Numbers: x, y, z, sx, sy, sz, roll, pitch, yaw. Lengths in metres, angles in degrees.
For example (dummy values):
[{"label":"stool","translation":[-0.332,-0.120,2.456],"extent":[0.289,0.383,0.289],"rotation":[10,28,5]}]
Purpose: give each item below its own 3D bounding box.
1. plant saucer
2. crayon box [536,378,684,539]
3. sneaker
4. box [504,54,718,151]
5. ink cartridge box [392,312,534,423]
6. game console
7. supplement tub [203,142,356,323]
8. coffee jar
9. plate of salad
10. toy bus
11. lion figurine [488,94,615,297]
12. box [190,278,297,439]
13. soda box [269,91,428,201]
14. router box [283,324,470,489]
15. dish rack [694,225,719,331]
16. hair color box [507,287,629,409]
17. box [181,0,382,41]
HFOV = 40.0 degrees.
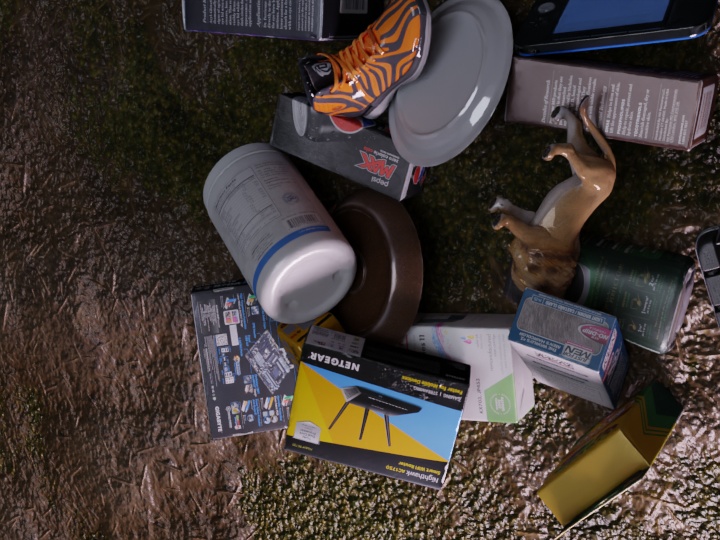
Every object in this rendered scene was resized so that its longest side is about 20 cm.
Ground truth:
[{"label":"plant saucer","translation":[0.000,0.000,1.217],"extent":[0.199,0.034,0.205],"rotation":[5,96,52]},{"label":"crayon box","translation":[0.266,0.198,1.060],"extent":[0.051,0.199,0.127],"rotation":[49,120,9]},{"label":"sneaker","translation":[-0.002,-0.229,1.094],"extent":[0.201,0.110,0.079],"rotation":[-54,51,52]},{"label":"box","translation":[0.260,-0.179,1.031],"extent":[0.197,0.100,0.077],"rotation":[16,110,26]},{"label":"ink cartridge box","translation":[0.106,0.116,1.209],"extent":[0.197,0.067,0.120],"rotation":[-1,102,30]},{"label":"game console","translation":[0.255,-0.315,0.995],"extent":[0.196,0.172,0.120],"rotation":[0,129,30]},{"label":"supplement tub","translation":[-0.100,-0.047,1.213],"extent":[0.133,0.130,0.201],"rotation":[-59,46,27]},{"label":"coffee jar","translation":[0.258,0.011,1.086],"extent":[0.197,0.085,0.106],"rotation":[19,111,24]},{"label":"plate of salad","translation":[0.102,-0.210,1.101],"extent":[0.199,0.047,0.204],"rotation":[-26,56,45]},{"label":"toy bus","translation":[-0.032,0.143,1.258],"extent":[0.078,0.065,0.202],"rotation":[27,148,50]},{"label":"lion figurine","translation":[0.207,-0.066,1.004],"extent":[0.121,0.073,0.201],"rotation":[30,111,-17]},{"label":"box","translation":[-0.134,0.112,1.312],"extent":[0.155,0.046,0.204],"rotation":[-8,100,-6]},{"label":"soda box","translation":[-0.012,-0.156,1.214],"extent":[0.197,0.063,0.072],"rotation":[24,113,22]},{"label":"router box","translation":[0.019,0.162,1.166],"extent":[0.196,0.051,0.152],"rotation":[13,115,3]},{"label":"dish rack","translation":[0.449,0.013,0.998],"extent":[0.197,0.054,0.156],"rotation":[-17,95,30]},{"label":"hair color box","translation":[0.227,0.087,1.056],"extent":[0.098,0.200,0.062],"rotation":[18,79,23]},{"label":"box","translation":[-0.091,-0.331,1.168],"extent":[0.197,0.147,0.107],"rotation":[11,108,28]}]
